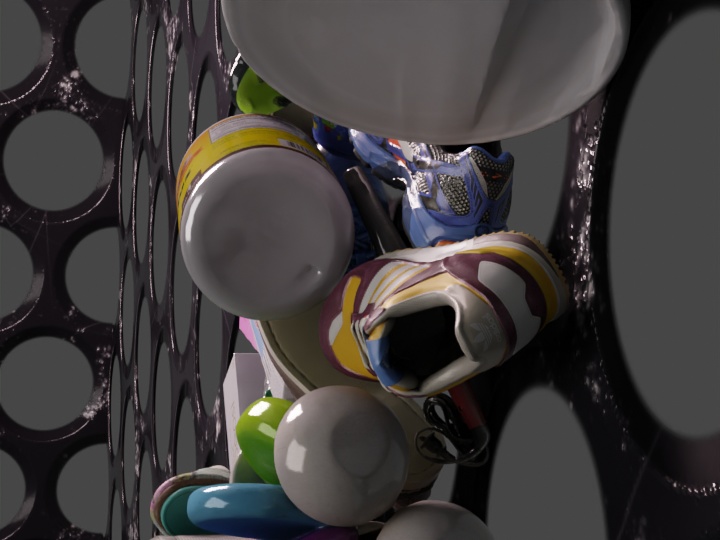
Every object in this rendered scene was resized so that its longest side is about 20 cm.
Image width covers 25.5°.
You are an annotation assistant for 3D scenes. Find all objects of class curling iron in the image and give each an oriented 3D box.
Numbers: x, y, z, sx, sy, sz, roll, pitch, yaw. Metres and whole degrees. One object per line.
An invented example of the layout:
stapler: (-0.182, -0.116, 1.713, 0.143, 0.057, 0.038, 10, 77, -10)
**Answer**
curling iron: (0.030, 0.029, 0.980, 0.026, 0.049, 0.201, -11, -101, -66)

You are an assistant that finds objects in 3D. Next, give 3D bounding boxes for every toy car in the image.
toy car: (-0.024, 0.177, 0.971, 0.200, 0.150, 0.175, 51, 155, 0)

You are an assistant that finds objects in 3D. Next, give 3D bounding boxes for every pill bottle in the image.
pill bottle: (-0.068, -0.043, 1.057, 0.200, 0.109, 0.110, -118, 32, -74)

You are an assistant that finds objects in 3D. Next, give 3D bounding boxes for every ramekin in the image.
ramekin: (0.036, -0.156, 0.801, 0.203, 0.201, 0.095, 118, 163, -59)

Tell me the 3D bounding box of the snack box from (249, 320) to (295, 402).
snack box: (-0.069, 0.024, 1.233, 0.200, 0.024, 0.072, -112, 25, -51)

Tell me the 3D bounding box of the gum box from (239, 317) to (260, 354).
gum box: (-0.055, 0.014, 1.357, 0.200, 0.066, 0.114, -145, 56, -72)

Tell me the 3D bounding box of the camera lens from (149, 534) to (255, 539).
camera lens: (-0.071, 0.269, 1.138, 0.160, 0.199, 0.161, -179, 90, -75)

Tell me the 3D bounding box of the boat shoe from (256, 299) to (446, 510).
boat shoe: (-0.014, 0.079, 1.096, 0.200, 0.072, 0.060, 50, 153, 25)

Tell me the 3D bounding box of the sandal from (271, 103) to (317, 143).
sandal: (-0.069, -0.117, 1.395, 0.201, 0.079, 0.058, 105, 180, -69)

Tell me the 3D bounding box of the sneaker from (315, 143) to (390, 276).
sneaker: (0.000, 0.000, 1.163, 0.077, 0.075, 0.201, -161, 64, -68)

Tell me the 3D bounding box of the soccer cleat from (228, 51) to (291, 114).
soccer cleat: (-0.042, -0.194, 1.147, 0.200, 0.081, 0.068, -56, -39, -18)

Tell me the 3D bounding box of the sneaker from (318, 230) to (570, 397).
sneaker: (0.022, 0.033, 0.892, 0.200, 0.090, 0.075, -23, 99, 52)

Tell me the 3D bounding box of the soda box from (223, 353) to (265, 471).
soda box: (-0.085, 0.179, 1.465, 0.068, 0.063, 0.201, 114, 153, -56)

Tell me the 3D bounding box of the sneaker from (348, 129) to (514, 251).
sneaker: (0.051, -0.080, 0.983, 0.200, 0.075, 0.079, 59, 137, 50)

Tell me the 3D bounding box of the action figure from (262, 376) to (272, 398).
action figure: (-0.047, 0.126, 1.278, 0.055, 0.118, 0.200, -56, 15, 15)

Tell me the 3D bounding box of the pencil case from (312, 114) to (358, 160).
pencil case: (0.015, -0.176, 1.085, 0.078, 0.087, 0.201, 34, 127, 42)

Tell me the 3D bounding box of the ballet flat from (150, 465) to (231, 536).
ballet flat: (-0.085, 0.185, 1.221, 0.069, 0.200, 0.071, -55, 38, 17)
